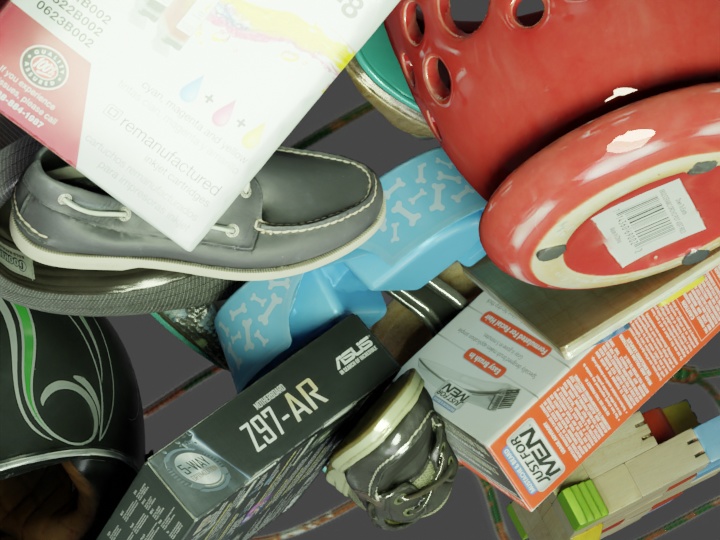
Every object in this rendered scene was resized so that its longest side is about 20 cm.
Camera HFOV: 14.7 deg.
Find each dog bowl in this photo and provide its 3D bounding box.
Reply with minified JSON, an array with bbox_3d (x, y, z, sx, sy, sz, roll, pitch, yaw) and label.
[{"bbox_3d":[0.000,0.000,1.578,0.200,0.050,0.111,-37,165,20],"label":"dog bowl"}]

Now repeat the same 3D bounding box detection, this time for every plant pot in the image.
[{"bbox_3d":[0.127,-0.103,1.423,0.200,0.183,0.201,-18,157,-8],"label":"plant pot"}]

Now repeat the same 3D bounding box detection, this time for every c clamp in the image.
[{"bbox_3d":[-0.009,0.027,1.698,0.171,0.027,0.200,30,139,-1],"label":"c clamp"}]

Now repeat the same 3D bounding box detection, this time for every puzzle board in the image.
[{"bbox_3d":[0.147,-0.015,1.549,0.150,0.200,0.017,-31,109,-5],"label":"puzzle board"}]

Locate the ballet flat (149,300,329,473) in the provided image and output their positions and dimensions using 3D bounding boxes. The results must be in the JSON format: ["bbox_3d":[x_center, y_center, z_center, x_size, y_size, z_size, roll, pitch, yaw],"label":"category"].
[{"bbox_3d":[-0.053,0.040,1.677,0.200,0.074,0.074,42,124,-18],"label":"ballet flat"}]

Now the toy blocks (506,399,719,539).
[{"bbox_3d":[0.179,0.133,1.846,0.136,0.100,0.200,-26,169,-10],"label":"toy blocks"}]

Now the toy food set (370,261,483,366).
[{"bbox_3d":[0.102,0.038,1.751,0.199,0.049,0.198,2,142,-12],"label":"toy food set"}]

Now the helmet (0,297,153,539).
[{"bbox_3d":[-0.230,0.081,1.628,0.200,0.191,0.200,-21,146,-15],"label":"helmet"}]

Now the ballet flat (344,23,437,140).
[{"bbox_3d":[0.069,-0.096,1.566,0.199,0.068,0.072,6,161,-24],"label":"ballet flat"}]

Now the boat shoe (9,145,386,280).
[{"bbox_3d":[-0.080,-0.040,1.445,0.199,0.073,0.063,-2,144,-13],"label":"boat shoe"}]

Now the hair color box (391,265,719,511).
[{"bbox_3d":[0.127,0.034,1.616,0.200,0.111,0.064,-41,124,-11],"label":"hair color box"}]

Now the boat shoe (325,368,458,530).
[{"bbox_3d":[0.025,0.107,1.574,0.072,0.066,0.201,-46,175,-12],"label":"boat shoe"}]

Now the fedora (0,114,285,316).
[{"bbox_3d":[-0.133,-0.055,1.544,0.199,0.091,0.177,-5,145,-16],"label":"fedora"}]

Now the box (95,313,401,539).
[{"bbox_3d":[-0.075,0.121,1.577,0.160,0.044,0.200,-35,169,-31],"label":"box"}]

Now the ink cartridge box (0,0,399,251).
[{"bbox_3d":[-0.078,-0.144,1.309,0.145,0.145,0.200,37,99,-19],"label":"ink cartridge box"}]
